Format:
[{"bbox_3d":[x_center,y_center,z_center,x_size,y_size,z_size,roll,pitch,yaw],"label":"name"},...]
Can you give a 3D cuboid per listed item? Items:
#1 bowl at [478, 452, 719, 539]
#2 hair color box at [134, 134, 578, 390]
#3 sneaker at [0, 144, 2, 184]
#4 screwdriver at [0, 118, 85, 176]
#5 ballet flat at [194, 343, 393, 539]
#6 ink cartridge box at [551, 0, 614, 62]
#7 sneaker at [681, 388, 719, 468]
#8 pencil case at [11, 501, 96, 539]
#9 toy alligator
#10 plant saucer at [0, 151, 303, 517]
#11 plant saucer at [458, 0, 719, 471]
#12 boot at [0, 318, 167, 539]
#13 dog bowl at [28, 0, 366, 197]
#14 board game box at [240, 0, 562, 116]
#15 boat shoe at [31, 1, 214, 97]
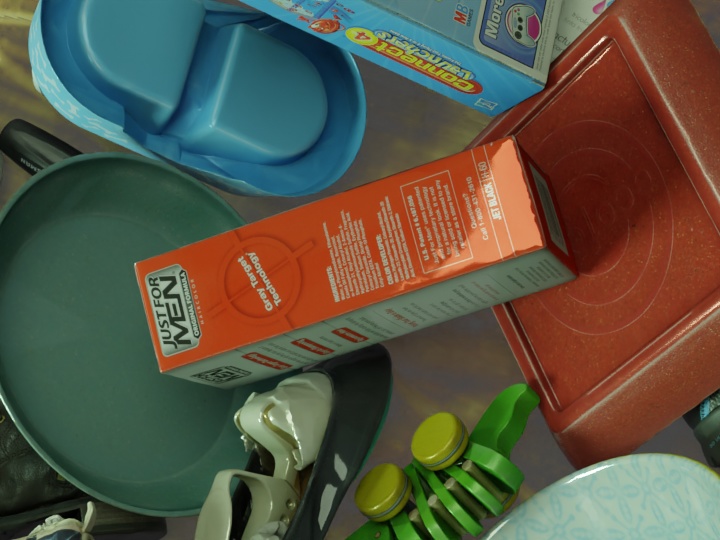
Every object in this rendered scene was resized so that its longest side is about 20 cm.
[{"bbox_3d":[0.125,0.198,0.886,0.200,0.200,0.108,-45,113,-10],"label":"bowl"},{"bbox_3d":[0.000,0.000,0.922,0.199,0.101,0.062,-19,77,12],"label":"hair color box"},{"bbox_3d":[-0.261,-0.021,1.053,0.082,0.074,0.201,-25,46,32],"label":"sneaker"},{"bbox_3d":[-0.129,-0.026,1.065,0.200,0.028,0.029,37,107,12],"label":"screwdriver"},{"bbox_3d":[-0.041,0.107,0.943,0.073,0.073,0.201,17,62,13],"label":"ballet flat"},{"bbox_3d":[0.132,-0.188,1.064,0.116,0.067,0.200,35,77,18],"label":"ink cartridge box"},{"bbox_3d":[0.219,0.016,0.923,0.200,0.073,0.082,-51,61,35],"label":"sneaker"},{"bbox_3d":[-0.214,0.171,0.888,0.199,0.078,0.090,-8,65,1],"label":"pencil case"},{"bbox_3d":[0.023,0.138,0.949,0.200,0.059,0.054,-43,31,2],"label":"toy alligator"},{"bbox_3d":[-0.120,0.036,0.979,0.199,0.036,0.201,19,59,-34],"label":"plant saucer"},{"bbox_3d":[0.125,-0.022,0.949,0.037,0.200,0.201,-4,61,-42],"label":"plant saucer"},{"bbox_3d":[-0.189,0.062,0.982,0.199,0.069,0.175,5,67,-35],"label":"boot"},{"bbox_3d":[-0.093,-0.107,1.021,0.199,0.050,0.112,23,68,-24],"label":"dog bowl"},{"bbox_3d":[0.021,-0.211,0.965,0.195,0.056,0.201,22,67,-21],"label":"board game box"},{"bbox_3d":[-0.122,-0.186,1.100,0.090,0.071,0.201,13,78,7],"label":"boat shoe"}]
